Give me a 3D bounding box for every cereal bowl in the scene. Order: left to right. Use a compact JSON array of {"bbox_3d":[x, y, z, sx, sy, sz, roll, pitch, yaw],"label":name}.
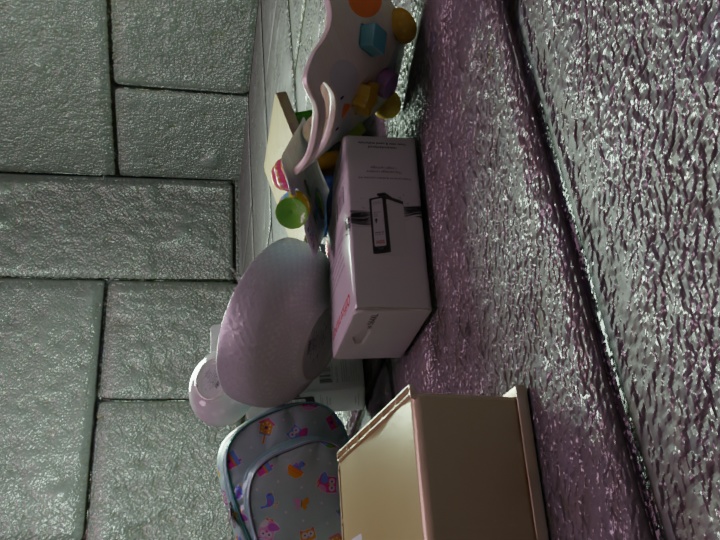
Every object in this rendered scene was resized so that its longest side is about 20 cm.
[{"bbox_3d":[-0.078,0.069,1.090,0.200,0.083,0.202,-51,-28,-40],"label":"cereal bowl"}]

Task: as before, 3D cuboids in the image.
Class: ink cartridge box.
[{"bbox_3d":[-0.097,0.127,1.248,0.067,0.197,0.117,90,175,-56],"label":"ink cartridge box"},{"bbox_3d":[0.014,-0.021,1.014,0.146,0.083,0.202,113,155,-63],"label":"ink cartridge box"}]

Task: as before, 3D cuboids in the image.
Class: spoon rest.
[{"bbox_3d":[-0.143,0.104,1.176,0.099,0.061,0.201,36,92,32],"label":"spoon rest"}]

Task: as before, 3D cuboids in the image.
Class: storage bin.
[{"bbox_3d":[0.053,0.214,0.704,0.199,0.093,0.202,126,144,-57],"label":"storage bin"}]

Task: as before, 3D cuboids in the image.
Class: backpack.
[{"bbox_3d":[-0.077,0.257,1.116,0.153,0.174,0.202,117,131,-72],"label":"backpack"}]

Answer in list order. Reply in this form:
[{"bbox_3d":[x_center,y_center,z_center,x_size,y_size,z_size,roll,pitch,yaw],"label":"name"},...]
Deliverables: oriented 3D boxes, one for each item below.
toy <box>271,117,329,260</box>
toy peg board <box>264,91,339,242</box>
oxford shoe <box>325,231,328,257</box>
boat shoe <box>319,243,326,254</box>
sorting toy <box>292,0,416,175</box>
[{"bbox_3d":[-0.075,-0.096,1.086,0.200,0.047,0.116,-87,-20,-69],"label":"toy"},{"bbox_3d":[-0.075,-0.156,1.527,0.201,0.097,0.201,109,144,-58],"label":"toy peg board"},{"bbox_3d":[0.000,0.000,1.187,0.073,0.070,0.203,5,91,50],"label":"oxford shoe"},{"bbox_3d":[-0.076,0.061,1.353,0.075,0.061,0.202,23,88,57],"label":"boat shoe"},{"bbox_3d":[-0.026,-0.193,1.007,0.181,0.106,0.201,-56,-16,-45],"label":"sorting toy"}]
